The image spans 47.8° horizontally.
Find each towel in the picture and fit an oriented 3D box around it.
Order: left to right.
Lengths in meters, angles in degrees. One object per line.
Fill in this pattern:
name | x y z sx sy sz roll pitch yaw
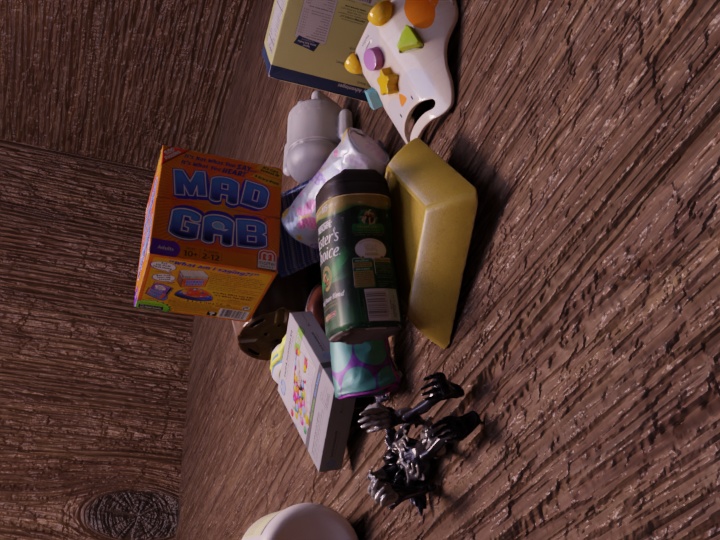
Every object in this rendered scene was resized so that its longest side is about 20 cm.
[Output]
towel | -0.079 -0.083 1.379 0.200 0.024 0.145 -22 73 36

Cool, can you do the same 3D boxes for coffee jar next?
coffee jar | -0.004 -0.017 0.979 0.104 0.085 0.200 137 130 -66

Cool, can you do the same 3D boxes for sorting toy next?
sorting toy | 0.069 -0.259 1.123 0.200 0.107 0.180 -56 49 53

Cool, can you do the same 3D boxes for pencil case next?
pencil case | -0.043 -0.129 1.283 0.091 0.083 0.200 47 116 16
pencil case | 0.002 0.074 1.094 0.085 0.092 0.200 56 -155 -70

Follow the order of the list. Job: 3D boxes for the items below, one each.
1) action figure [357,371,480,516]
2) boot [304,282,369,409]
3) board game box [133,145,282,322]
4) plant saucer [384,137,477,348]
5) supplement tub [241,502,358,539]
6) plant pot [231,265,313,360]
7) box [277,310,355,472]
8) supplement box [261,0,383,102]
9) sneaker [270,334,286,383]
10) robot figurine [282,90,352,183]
action figure | 0.047 0.196 0.897 0.200 0.102 0.119 -61 37 43
boot | -0.035 0.109 1.256 0.200 0.068 0.189 169 110 -71
board game box | -0.254 -0.054 1.355 0.200 0.200 0.200 129 146 -56
plant saucer | 0.065 -0.038 0.982 0.200 0.048 0.200 -123 36 -58
supplement tub | -0.095 0.412 1.153 0.200 0.145 0.145 134 142 -61
plant pot | -0.172 0.049 1.538 0.200 0.200 0.198 116 149 -42
box | -0.069 0.179 1.237 0.200 0.041 0.156 -126 40 -52
supplement box | -0.039 -0.404 1.320 0.134 0.200 0.200 -109 34 -58
sneaker | -0.111 0.166 1.453 0.105 0.076 0.200 -99 26 -44
robot figurine | -0.080 -0.235 1.505 0.170 0.113 0.200 -28 50 36
